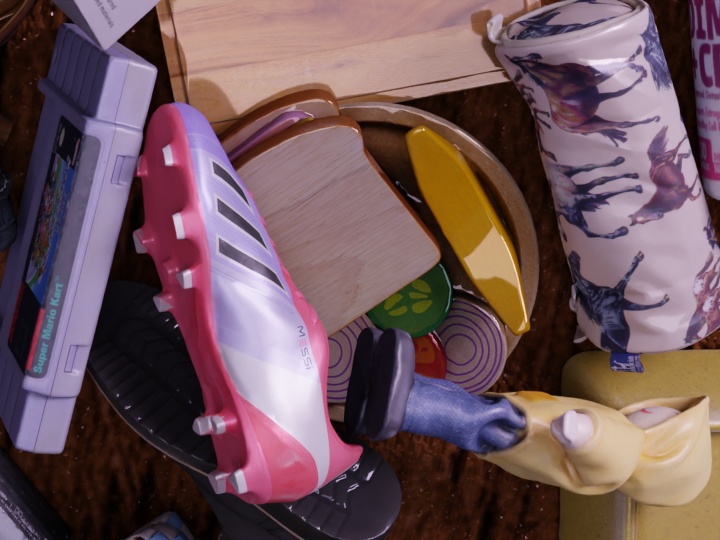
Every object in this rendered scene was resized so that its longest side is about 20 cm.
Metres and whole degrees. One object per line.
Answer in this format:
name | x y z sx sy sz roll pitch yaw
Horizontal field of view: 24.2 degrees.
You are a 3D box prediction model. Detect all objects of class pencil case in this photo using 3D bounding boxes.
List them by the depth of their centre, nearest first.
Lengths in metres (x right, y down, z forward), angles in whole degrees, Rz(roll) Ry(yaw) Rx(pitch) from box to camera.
pencil case | 0.129 -0.049 0.870 0.089 0.078 0.201 -15 114 11

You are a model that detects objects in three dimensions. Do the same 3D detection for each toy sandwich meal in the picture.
toy sandwich meal | 0.000 0.000 0.884 0.204 0.070 0.206 1 111 2

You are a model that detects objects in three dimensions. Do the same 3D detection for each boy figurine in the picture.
boy figurine | 0.096 0.078 0.855 0.199 0.124 0.065 11 85 -15

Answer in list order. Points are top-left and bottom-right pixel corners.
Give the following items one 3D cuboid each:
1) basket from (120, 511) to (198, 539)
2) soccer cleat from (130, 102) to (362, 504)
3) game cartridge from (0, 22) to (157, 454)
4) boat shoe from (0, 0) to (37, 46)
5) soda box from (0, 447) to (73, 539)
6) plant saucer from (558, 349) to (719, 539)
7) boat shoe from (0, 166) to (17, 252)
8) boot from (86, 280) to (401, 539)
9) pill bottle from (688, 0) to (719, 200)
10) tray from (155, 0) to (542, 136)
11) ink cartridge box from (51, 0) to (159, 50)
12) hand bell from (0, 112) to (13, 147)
basket | -0.108 0.251 0.907 0.176 0.139 0.200 -36 96 11
soccer cleat | -0.056 0.014 0.819 0.076 0.067 0.201 -15 91 -28
game cartridge | -0.155 -0.020 0.861 0.038 0.130 0.201 12 100 -20
boat shoe | -0.239 -0.102 0.814 0.200 0.068 0.072 -36 127 0
soda box | -0.244 0.098 0.909 0.063 0.071 0.200 -37 100 4
plant saucer | 0.213 0.147 0.946 0.199 0.048 0.201 -1 101 -1
boat shoe | -0.276 -0.032 0.877 0.199 0.076 0.061 2 128 18
boot | -0.080 0.107 0.910 0.200 0.139 0.077 40 58 12
pill bottle | 0.224 -0.141 0.858 0.113 0.113 0.201 -7 100 -1
tray | -0.006 -0.136 0.891 0.199 0.037 0.099 -11 101 -1
ink cartridge box | -0.099 -0.225 0.764 0.200 0.084 0.146 -44 70 -8
hand bell | -0.278 -0.109 0.874 0.199 0.104 0.105 24 99 -19
